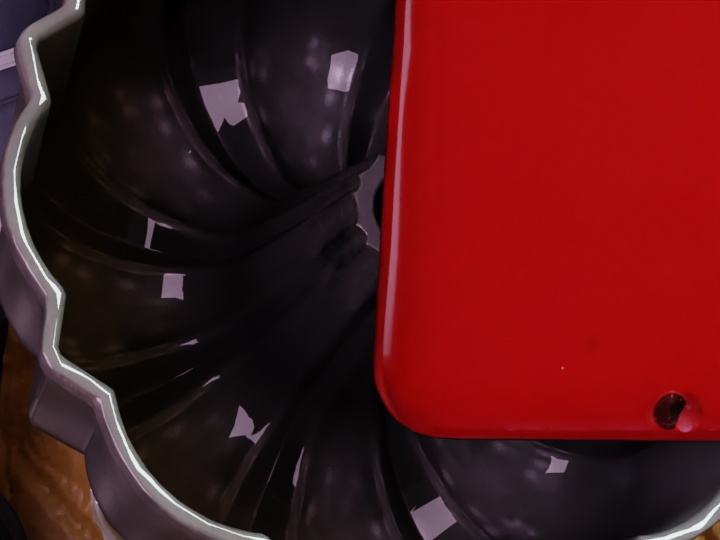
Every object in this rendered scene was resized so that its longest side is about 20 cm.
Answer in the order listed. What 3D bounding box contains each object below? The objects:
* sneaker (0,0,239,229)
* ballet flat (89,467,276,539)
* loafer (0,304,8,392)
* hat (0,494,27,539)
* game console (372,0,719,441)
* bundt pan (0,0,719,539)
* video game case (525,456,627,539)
[{"bbox_3d":[-0.058,-0.044,0.782,0.199,0.070,0.109,6,81,-20],"label":"sneaker"},{"bbox_3d":[-0.031,0.081,0.739,0.068,0.068,0.201,-32,41,16],"label":"ballet flat"},{"bbox_3d":[-0.130,0.028,0.824,0.070,0.068,0.202,-14,107,10],"label":"loafer"},{"bbox_3d":[-0.149,0.096,0.718,0.081,0.200,0.202,-21,76,18],"label":"hat"},{"bbox_3d":[0.084,-0.057,0.713,0.173,0.199,0.119,-115,35,-48],"label":"game console"},{"bbox_3d":[0.000,0.000,0.706,0.076,0.201,0.203,-45,61,59],"label":"bundt pan"},{"bbox_3d":[-0.016,0.151,0.749,0.199,0.036,0.182,-16,49,30],"label":"video game case"}]
